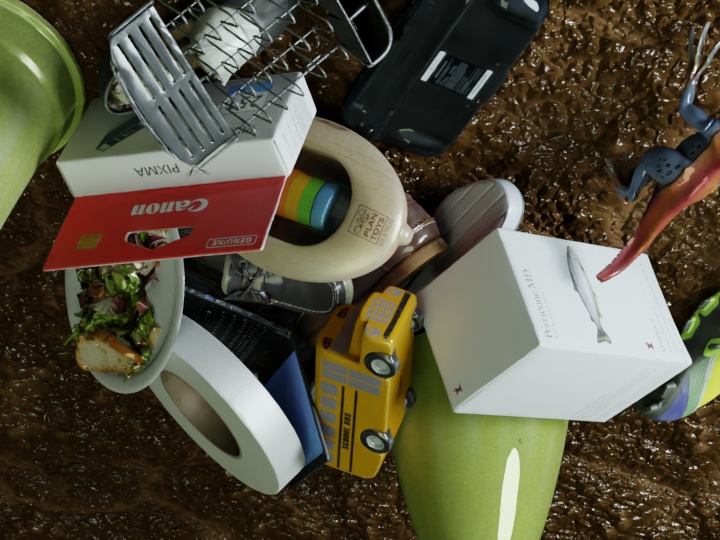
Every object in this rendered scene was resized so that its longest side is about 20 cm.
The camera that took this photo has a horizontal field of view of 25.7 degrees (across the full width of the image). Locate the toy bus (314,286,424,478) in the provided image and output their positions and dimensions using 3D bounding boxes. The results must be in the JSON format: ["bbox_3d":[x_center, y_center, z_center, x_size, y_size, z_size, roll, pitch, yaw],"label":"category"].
[{"bbox_3d":[0.004,0.096,1.378,0.078,0.065,0.200,19,140,14],"label":"toy bus"}]

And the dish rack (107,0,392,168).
[{"bbox_3d":[-0.087,-0.175,1.194,0.200,0.055,0.154,-41,126,-12],"label":"dish rack"}]

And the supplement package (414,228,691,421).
[{"bbox_3d":[0.167,0.051,1.364,0.200,0.117,0.117,7,145,-41],"label":"supplement package"}]

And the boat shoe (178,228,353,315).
[{"bbox_3d":[-0.103,-0.002,1.392,0.200,0.065,0.072,24,123,19],"label":"boat shoe"}]

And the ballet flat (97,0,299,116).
[{"bbox_3d":[-0.131,-0.173,1.267,0.200,0.069,0.068,-25,126,29],"label":"ballet flat"}]

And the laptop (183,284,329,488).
[{"bbox_3d":[-0.122,0.107,1.460,0.200,0.104,0.177,23,160,-7],"label":"laptop"}]

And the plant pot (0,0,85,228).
[{"bbox_3d":[-0.343,-0.102,1.289,0.200,0.185,0.201,4,136,4],"label":"plant pot"}]

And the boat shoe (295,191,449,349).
[{"bbox_3d":[0.000,0.000,1.413,0.070,0.070,0.200,53,131,5],"label":"boat shoe"}]

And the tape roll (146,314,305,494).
[{"bbox_3d":[-0.134,0.120,1.442,0.203,0.037,0.203,39,158,19],"label":"tape roll"}]

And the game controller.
[{"bbox_3d":[0.066,-0.168,1.272,0.104,0.042,0.200,12,138,-25],"label":"game controller"}]

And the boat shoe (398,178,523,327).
[{"bbox_3d":[0.095,-0.015,1.406,0.071,0.072,0.200,4,147,-31],"label":"boat shoe"}]

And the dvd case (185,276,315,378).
[{"bbox_3d":[-0.071,0.030,1.504,0.200,0.016,0.149,-21,129,28],"label":"dvd case"}]

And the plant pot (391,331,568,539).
[{"bbox_3d":[0.111,0.183,1.475,0.187,0.200,0.187,1,148,0],"label":"plant pot"}]

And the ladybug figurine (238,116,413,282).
[{"bbox_3d":[-0.042,-0.057,1.329,0.200,0.136,0.072,25,179,23],"label":"ladybug figurine"}]

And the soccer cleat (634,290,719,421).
[{"bbox_3d":[0.334,0.072,1.466,0.084,0.065,0.200,4,141,-41],"label":"soccer cleat"}]

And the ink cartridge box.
[{"bbox_3d":[-0.151,-0.082,1.273,0.199,0.176,0.045,-5,131,21],"label":"ink cartridge box"}]

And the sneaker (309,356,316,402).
[{"bbox_3d":[-0.001,0.113,1.497,0.070,0.082,0.200,-29,161,-18],"label":"sneaker"}]

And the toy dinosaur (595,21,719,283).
[{"bbox_3d":[0.287,-0.085,1.245,0.105,0.201,0.181,13,170,-27],"label":"toy dinosaur"}]

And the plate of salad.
[{"bbox_3d":[-0.218,0.008,1.386,0.048,0.200,0.200,-1,147,-39],"label":"plate of salad"}]
